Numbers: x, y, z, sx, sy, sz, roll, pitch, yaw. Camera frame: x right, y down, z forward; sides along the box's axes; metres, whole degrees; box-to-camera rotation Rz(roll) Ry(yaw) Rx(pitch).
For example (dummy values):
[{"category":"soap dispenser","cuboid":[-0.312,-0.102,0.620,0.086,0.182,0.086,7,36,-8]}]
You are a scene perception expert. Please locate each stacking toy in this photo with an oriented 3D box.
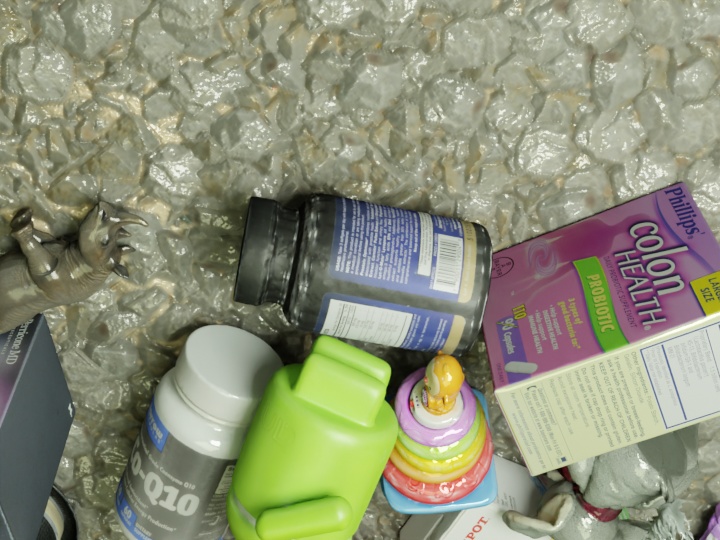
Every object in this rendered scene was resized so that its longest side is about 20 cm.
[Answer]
[{"category":"stacking toy","cuboid":[0.065,0.124,0.905,0.108,0.118,0.201,-4,152,-1]}]

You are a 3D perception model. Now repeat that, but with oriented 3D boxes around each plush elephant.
[{"category":"plush elephant","cuboid":[0.218,0.186,0.967,0.163,0.202,0.155,26,134,-25]}]

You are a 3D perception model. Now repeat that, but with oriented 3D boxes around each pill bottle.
[{"category":"pill bottle","cuboid":[0.000,0.000,0.868,0.197,0.112,0.113,11,122,-8]},{"category":"pill bottle","cuboid":[-0.144,0.156,0.963,0.112,0.114,0.202,18,120,-13]}]

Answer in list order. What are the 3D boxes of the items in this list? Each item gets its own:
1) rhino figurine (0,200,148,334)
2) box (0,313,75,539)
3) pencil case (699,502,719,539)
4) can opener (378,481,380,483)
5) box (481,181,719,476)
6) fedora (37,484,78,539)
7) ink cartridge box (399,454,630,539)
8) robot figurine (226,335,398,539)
[{"category":"rhino figurine","cuboid":[-0.264,-0.005,0.891,0.197,0.060,0.088,-21,118,10]},{"category":"box","cuboid":[-0.367,0.146,0.903,0.195,0.201,0.125,-5,123,1]},{"category":"pencil case","cuboid":[0.346,0.331,1.109,0.085,0.084,0.201,36,116,4]},{"category":"can opener","cuboid":[-0.025,0.199,1.040,0.197,0.053,0.068,-10,88,3]},{"category":"box","cuboid":[0.202,0.043,0.861,0.197,0.177,0.097,-20,122,12]},{"category":"fedora","cuboid":[-0.381,0.271,1.043,0.197,0.092,0.203,-1,122,-1]},{"category":"ink cartridge box","cuboid":[0.155,0.279,1.065,0.198,0.084,0.146,24,119,-15]},{"category":"robot figurine","cuboid":[-0.042,0.159,0.876,0.114,0.176,0.202,22,106,-1]}]
